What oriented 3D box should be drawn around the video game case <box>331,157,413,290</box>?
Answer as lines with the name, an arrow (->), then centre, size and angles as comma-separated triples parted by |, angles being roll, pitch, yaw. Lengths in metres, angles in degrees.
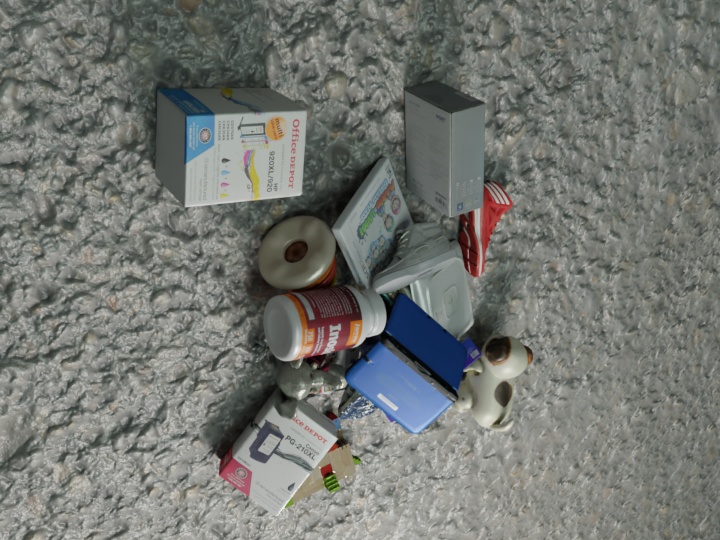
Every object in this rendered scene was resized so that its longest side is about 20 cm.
video game case -> 0.030, -0.075, 1.615 | 0.200, 0.024, 0.182 | -58, 138, -35

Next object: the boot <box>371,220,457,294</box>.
boot -> 0.084, -0.028, 1.636 | 0.199, 0.096, 0.074 | -21, 165, -34

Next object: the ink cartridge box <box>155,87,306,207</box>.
ink cartridge box -> -0.204, -0.199, 1.379 | 0.199, 0.145, 0.148 | -9, 119, -30

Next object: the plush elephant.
plush elephant -> -0.100, 0.181, 1.616 | 0.199, 0.155, 0.165 | 1, 117, -14

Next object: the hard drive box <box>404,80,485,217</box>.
hard drive box -> 0.151, -0.222, 1.587 | 0.076, 0.156, 0.201 | -18, 124, -23

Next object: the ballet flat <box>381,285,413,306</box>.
ballet flat -> 0.094, 0.073, 1.721 | 0.075, 0.068, 0.200 | -37, 127, -9

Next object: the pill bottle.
pill bottle -> -0.058, 0.086, 1.522 | 0.199, 0.113, 0.114 | -9, 120, -34

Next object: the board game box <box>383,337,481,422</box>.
board game box -> 0.139, 0.222, 1.769 | 0.200, 0.134, 0.045 | -37, 85, -20

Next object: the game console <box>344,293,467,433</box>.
game console -> 0.090, 0.177, 1.660 | 0.200, 0.118, 0.171 | 41, 106, -20

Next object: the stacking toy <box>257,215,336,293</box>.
stacking toy -> -0.086, 0.006, 1.598 | 0.146, 0.146, 0.200 | -42, 146, -5

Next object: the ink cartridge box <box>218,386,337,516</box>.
ink cartridge box -> -0.160, 0.349, 1.713 | 0.145, 0.084, 0.200 | 38, 93, -9

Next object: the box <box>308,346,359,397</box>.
box -> -0.054, 0.151, 1.739 | 0.110, 0.035, 0.201 | -9, 119, -29

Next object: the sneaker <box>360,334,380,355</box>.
sneaker -> 0.064, 0.174, 1.808 | 0.115, 0.081, 0.200 | -24, 133, -24

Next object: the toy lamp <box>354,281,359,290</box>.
toy lamp -> 0.000, 0.000, 1.658 | 0.058, 0.058, 0.201 | -5, 101, -30

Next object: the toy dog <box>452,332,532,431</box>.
toy dog -> 0.287, 0.229, 1.907 | 0.139, 0.194, 0.201 | 11, 116, -23

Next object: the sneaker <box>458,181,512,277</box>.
sneaker -> 0.264, -0.087, 1.786 | 0.115, 0.078, 0.201 | -19, 125, -21

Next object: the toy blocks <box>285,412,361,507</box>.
toy blocks -> -0.098, 0.384, 1.815 | 0.199, 0.100, 0.137 | -22, 114, -21

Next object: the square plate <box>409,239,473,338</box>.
square plate -> 0.171, 0.064, 1.757 | 0.198, 0.028, 0.201 | -36, 119, -49

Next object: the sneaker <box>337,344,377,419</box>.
sneaker -> 0.004, 0.223, 1.746 | 0.077, 0.085, 0.200 | 4, 136, -28
